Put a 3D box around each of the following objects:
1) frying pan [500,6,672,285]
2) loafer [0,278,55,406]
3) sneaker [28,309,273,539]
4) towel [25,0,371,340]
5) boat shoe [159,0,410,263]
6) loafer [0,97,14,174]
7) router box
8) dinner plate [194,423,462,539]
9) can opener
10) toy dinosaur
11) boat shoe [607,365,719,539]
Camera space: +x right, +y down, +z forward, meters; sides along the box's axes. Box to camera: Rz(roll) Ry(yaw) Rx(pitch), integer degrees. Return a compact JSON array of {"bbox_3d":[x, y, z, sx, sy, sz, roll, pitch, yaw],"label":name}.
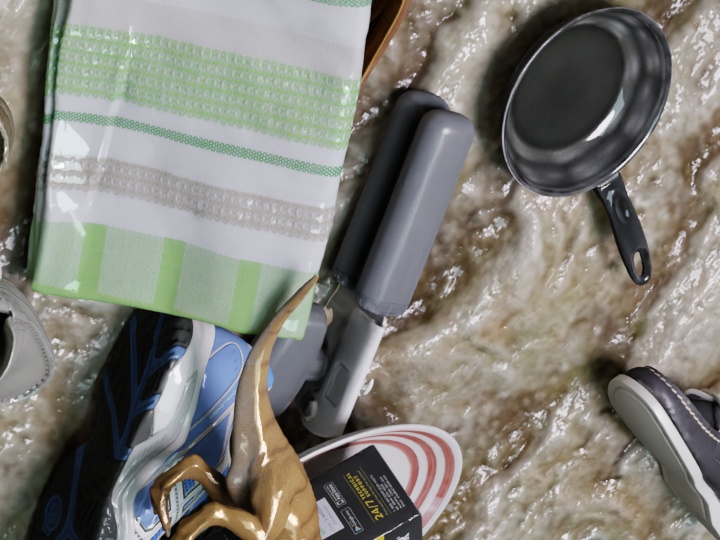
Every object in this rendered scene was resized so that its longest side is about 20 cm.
[{"bbox_3d":[0.142,-0.079,1.255,0.115,0.031,0.190,-50,136,3],"label":"frying pan"},{"bbox_3d":[-0.190,0.034,1.040,0.070,0.070,0.200,-42,158,4],"label":"loafer"},{"bbox_3d":[-0.112,0.116,1.175,0.077,0.076,0.200,19,108,-36],"label":"sneaker"},{"bbox_3d":[-0.080,-0.066,1.062,0.149,0.031,0.201,12,116,1],"label":"towel"},{"bbox_3d":[-0.045,-0.079,1.103,0.072,0.068,0.200,25,102,-42],"label":"boat shoe"},{"bbox_3d":[-0.242,-0.043,0.991,0.199,0.067,0.076,-10,123,-29],"label":"loafer"},{"bbox_3d":[-0.042,0.196,1.241,0.157,0.052,0.200,-28,151,-14],"label":"router box"},{"bbox_3d":[-0.033,0.146,1.255,0.200,0.024,0.200,-26,149,-17],"label":"dinner plate"},{"bbox_3d":[0.000,0.000,1.194,0.066,0.053,0.200,12,110,-38],"label":"can opener"},{"bbox_3d":[-0.051,0.103,1.120,0.106,0.060,0.201,-19,109,-11],"label":"toy dinosaur"},{"bbox_3d":[0.214,0.107,1.394,0.060,0.074,0.200,-43,136,-4],"label":"boat shoe"}]
